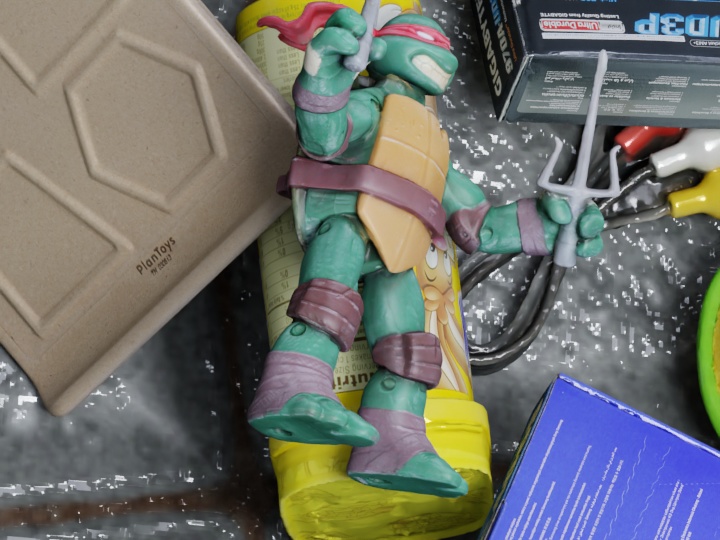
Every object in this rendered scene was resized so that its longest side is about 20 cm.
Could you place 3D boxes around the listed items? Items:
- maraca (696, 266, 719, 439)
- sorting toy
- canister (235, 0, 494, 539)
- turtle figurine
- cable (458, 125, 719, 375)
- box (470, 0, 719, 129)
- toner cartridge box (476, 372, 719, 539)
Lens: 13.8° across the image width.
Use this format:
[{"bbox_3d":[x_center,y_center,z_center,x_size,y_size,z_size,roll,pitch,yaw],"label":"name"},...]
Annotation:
[{"bbox_3d":[0.238,0.039,1.275,0.199,0.107,0.138,1,83,-14],"label":"maraca"},{"bbox_3d":[-0.126,-0.067,1.187,0.200,0.185,0.036,52,35,5],"label":"sorting toy"},{"bbox_3d":[0.000,0.000,1.202,0.086,0.149,0.201,-7,74,1],"label":"canister"},{"bbox_3d":[0.018,-0.026,1.086,0.149,0.100,0.201,21,72,-32],"label":"turtle figurine"},{"bbox_3d":[0.105,-0.036,1.291,0.199,0.050,0.097,-30,81,-21],"label":"cable"},{"bbox_3d":[0.146,-0.135,1.302,0.199,0.046,0.160,1,53,-15],"label":"box"},{"bbox_3d":[0.076,0.146,1.118,0.095,0.043,0.201,26,59,1],"label":"toner cartridge box"}]
